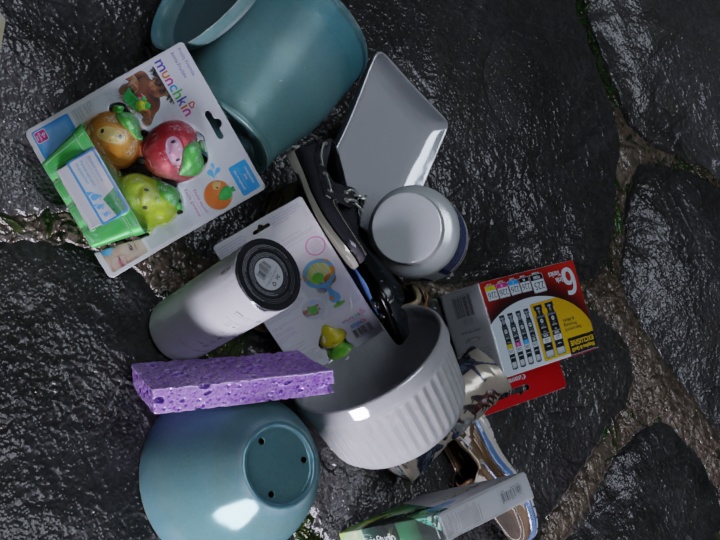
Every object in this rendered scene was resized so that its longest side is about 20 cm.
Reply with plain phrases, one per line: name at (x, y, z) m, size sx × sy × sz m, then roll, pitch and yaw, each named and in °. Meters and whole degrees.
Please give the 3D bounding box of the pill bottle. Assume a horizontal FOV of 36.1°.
pill bottle at (0.070, -0.045, 1.346) m, size 0.200 × 0.110 × 0.112 m, roll 13°, pitch 61°, yaw -79°

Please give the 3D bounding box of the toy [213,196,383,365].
toy at (-0.070, 0.017, 1.277) m, size 0.115 × 0.047 × 0.201 m, roll -30°, pitch 113°, yaw 4°

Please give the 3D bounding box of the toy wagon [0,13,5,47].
toy wagon at (-0.473, -0.265, 1.146) m, size 0.199 × 0.039 × 0.156 m, roll 15°, pitch 68°, yaw -32°

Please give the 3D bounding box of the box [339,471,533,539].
box at (0.086, 0.287, 1.295) m, size 0.144 × 0.200 × 0.037 m, roll -15°, pitch 81°, yaw -39°

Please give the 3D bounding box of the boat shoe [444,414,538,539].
boat shoe at (0.156, 0.272, 1.441) m, size 0.072 × 0.072 × 0.201 m, roll -26°, pitch 83°, yaw -34°

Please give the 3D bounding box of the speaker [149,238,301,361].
speaker at (-0.151, 0.037, 1.194) m, size 0.081 × 0.200 × 0.082 m, roll 16°, pitch 62°, yaw -32°

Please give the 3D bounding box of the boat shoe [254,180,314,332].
boat shoe at (-0.101, -0.016, 1.343) m, size 0.073 × 0.062 × 0.201 m, roll 41°, pitch 58°, yaw -38°

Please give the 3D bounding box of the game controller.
game controller at (0.000, 0.000, 1.294) m, size 0.042 × 0.200 × 0.105 m, roll -22°, pitch 135°, yaw -13°

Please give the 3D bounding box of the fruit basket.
fruit basket at (-0.233, -0.119, 1.197) m, size 0.199 × 0.094 × 0.186 m, roll -29°, pitch 96°, yaw 3°

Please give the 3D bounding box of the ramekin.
ramekin at (0.029, 0.142, 1.302) m, size 0.200 × 0.199 × 0.105 m, roll -47°, pitch 118°, yaw -36°

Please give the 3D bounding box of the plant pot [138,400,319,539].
plant pot at (-0.122, 0.218, 1.203) m, size 0.199 × 0.134 × 0.202 m, roll 11°, pitch 70°, yaw -33°

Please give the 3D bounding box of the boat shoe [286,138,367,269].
boat shoe at (-0.026, -0.083, 1.252) m, size 0.073 × 0.062 × 0.200 m, roll 61°, pitch 1°, yaw -46°

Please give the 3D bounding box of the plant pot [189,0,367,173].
plant pot at (-0.121, -0.224, 1.308) m, size 0.200 × 0.200 × 0.189 m, roll 40°, pitch 64°, yaw -20°

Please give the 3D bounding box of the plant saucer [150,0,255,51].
plant saucer at (-0.161, -0.324, 1.263) m, size 0.027 × 0.199 × 0.201 m, roll 39°, pitch 56°, yaw -36°

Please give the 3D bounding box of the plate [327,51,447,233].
plate at (0.024, -0.150, 1.423) m, size 0.199 × 0.032 × 0.201 m, roll 35°, pitch 75°, yaw -51°

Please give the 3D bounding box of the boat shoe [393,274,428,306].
boat shoe at (0.052, 0.050, 1.420) m, size 0.200 × 0.072 × 0.072 m, roll 45°, pitch 55°, yaw -17°

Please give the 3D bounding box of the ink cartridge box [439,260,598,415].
ink cartridge box at (0.228, 0.093, 1.532) m, size 0.199 × 0.084 × 0.177 m, roll -13°, pitch 85°, yaw -39°

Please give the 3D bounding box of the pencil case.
pencil case at (0.104, 0.181, 1.384) m, size 0.200 × 0.078 × 0.090 m, roll -39°, pitch 125°, yaw -20°

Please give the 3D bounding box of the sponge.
sponge at (-0.140, 0.118, 1.204) m, size 0.199 × 0.111 × 0.030 m, roll -4°, pitch 100°, yaw -22°
